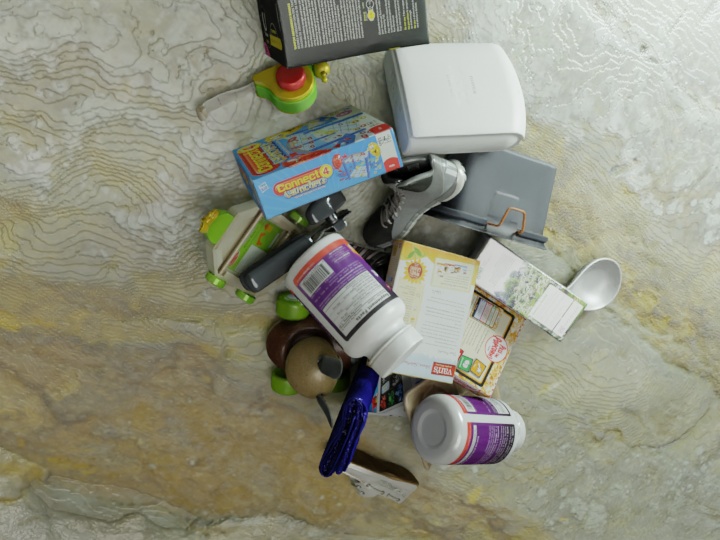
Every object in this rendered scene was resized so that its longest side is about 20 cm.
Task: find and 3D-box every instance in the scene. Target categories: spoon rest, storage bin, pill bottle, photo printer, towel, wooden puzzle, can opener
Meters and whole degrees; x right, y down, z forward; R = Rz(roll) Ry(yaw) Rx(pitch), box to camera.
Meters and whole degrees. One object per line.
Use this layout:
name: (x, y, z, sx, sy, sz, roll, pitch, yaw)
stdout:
spoon rest: (0.376, 0.035, 1.390, 0.198, 0.061, 0.100, -12, 114, -12)
storage bin: (0.215, -0.124, 1.238, 0.199, 0.145, 0.135, 13, 97, -22)
pill bottle: (-0.006, 0.053, 1.131, 0.111, 0.111, 0.200, -44, 78, 3)
photo printer: (0.144, -0.252, 1.153, 0.198, 0.069, 0.168, -4, 72, -16)
towel: (-0.005, 0.220, 1.239, 0.049, 0.200, 0.149, 23, 110, 1)
wooden puzzle: (0.159, 0.228, 1.382, 0.199, 0.046, 0.186, -35, 129, -21)
pill bottle: (0.186, 0.267, 1.314, 0.199, 0.112, 0.113, 12, 108, -41)
can opener: (-0.098, -0.048, 1.156, 0.199, 0.053, 0.067, -36, 107, -21)

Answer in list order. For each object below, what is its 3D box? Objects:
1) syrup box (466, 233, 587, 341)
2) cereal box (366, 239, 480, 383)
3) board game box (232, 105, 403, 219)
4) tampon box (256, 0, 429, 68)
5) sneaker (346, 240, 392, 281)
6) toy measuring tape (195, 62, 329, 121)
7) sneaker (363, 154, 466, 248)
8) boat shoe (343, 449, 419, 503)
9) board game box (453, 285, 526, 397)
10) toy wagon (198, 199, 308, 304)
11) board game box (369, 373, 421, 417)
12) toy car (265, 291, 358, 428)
syrup box: (0.267, 0.025, 1.304, 0.199, 0.081, 0.079, 34, 98, -3)
cereal box: (0.098, 0.065, 1.220, 0.143, 0.039, 0.202, 14, 90, -24)
board game box: (-0.066, -0.156, 1.091, 0.195, 0.200, 0.056, -22, 114, -9)
tampon box: (-0.029, -0.356, 1.050, 0.198, 0.150, 0.127, -13, 114, -12)
sneaker: (0.000, 0.000, 1.237, 0.198, 0.087, 0.074, 3, 109, -21)
toy measuring tape: (-0.129, -0.241, 1.105, 0.199, 0.074, 0.074, -26, 117, -9)
sneaker: (0.052, -0.113, 1.176, 0.200, 0.075, 0.115, -39, 146, 28)
boat shoe: (0.014, 0.373, 1.402, 0.199, 0.071, 0.070, 28, 99, -27)
board game box: (0.159, 0.096, 1.301, 0.199, 0.046, 0.152, 33, 76, -15)
toy wagon: (-0.166, -0.042, 1.152, 0.156, 0.040, 0.200, -55, 140, 1)
board game box: (0.076, 0.157, 1.355, 0.125, 0.035, 0.202, 9, 108, -22)
toy car: (-0.056, 0.144, 1.215, 0.156, 0.200, 0.166, -1, 112, -17)
